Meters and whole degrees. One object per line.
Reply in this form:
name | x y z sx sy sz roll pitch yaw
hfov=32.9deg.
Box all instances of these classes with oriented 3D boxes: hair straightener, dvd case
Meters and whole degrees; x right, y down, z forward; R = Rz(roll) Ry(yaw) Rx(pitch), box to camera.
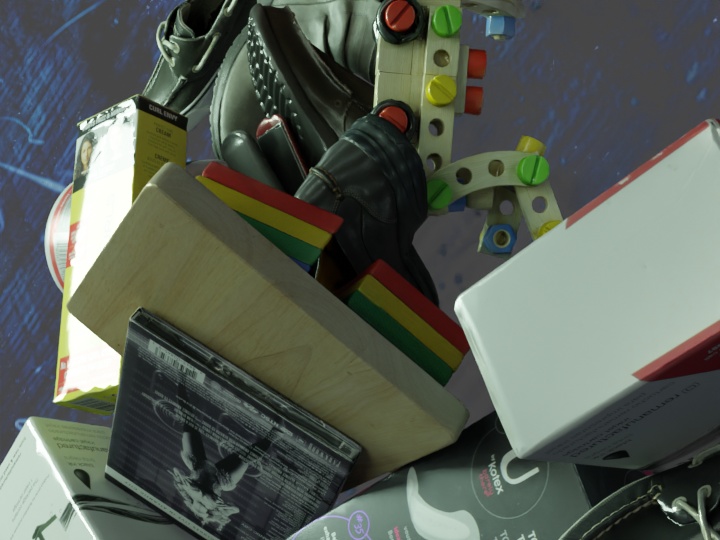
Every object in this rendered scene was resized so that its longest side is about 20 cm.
hair straightener | -0.046 -0.001 0.819 0.041 0.077 0.202 -17 96 48
dvd case | -0.086 0.118 0.745 0.148 0.016 0.201 31 142 7

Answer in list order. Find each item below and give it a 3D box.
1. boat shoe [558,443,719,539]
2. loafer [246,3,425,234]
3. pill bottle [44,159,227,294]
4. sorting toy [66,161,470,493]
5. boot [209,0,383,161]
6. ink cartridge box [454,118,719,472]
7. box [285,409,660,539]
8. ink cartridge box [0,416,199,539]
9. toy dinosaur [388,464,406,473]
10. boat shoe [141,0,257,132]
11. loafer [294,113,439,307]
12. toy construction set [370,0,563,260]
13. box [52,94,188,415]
boat shoe | 0.175 0.114 0.554 0.197 0.061 0.075 -16 66 -8
loafer | -0.013 -0.102 0.841 0.201 0.071 0.073 59 162 10
pill bottle | -0.136 -0.023 0.917 0.198 0.113 0.116 -1 77 41
sorting toy | -0.050 0.030 0.692 0.070 0.198 0.200 -55 9 -31
boot | -0.031 -0.153 0.896 0.130 0.067 0.203 20 93 38
ink cartridge box | 0.164 0.026 0.572 0.146 0.199 0.084 -37 59 28
box | 0.071 0.166 0.678 0.199 0.105 0.123 -36 58 29
ink cartridge box | -0.152 0.202 0.844 0.200 0.145 0.085 45 107 39
toy dinosaur | -0.039 0.113 0.825 0.197 0.061 0.108 -1 64 10
boat shoe | -0.133 -0.191 0.996 0.200 0.063 0.071 -48 51 21
loafer | 0.000 0.000 0.743 0.072 0.202 0.073 -34 47 -21
toy construction set | 0.069 -0.109 0.754 0.092 0.129 0.203 109 165 -75
box | -0.159 -0.010 0.819 0.075 0.050 0.203 -15 66 38
